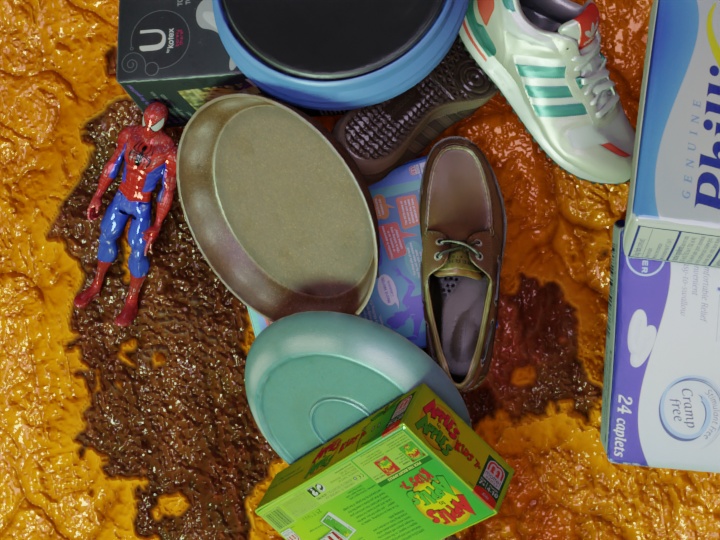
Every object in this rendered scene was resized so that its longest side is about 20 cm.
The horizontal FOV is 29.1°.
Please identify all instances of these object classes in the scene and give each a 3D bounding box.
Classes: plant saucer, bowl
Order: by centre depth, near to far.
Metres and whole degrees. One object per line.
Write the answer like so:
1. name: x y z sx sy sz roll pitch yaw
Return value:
1. bowl: -0.017 -0.220 1.035 0.198 0.039 0.203 -2 75 8
2. plant saucer: -0.059 -0.047 1.075 0.199 0.034 0.202 21 128 30
3. plant saucer: -0.008 0.119 1.110 0.198 0.027 0.202 14 131 17

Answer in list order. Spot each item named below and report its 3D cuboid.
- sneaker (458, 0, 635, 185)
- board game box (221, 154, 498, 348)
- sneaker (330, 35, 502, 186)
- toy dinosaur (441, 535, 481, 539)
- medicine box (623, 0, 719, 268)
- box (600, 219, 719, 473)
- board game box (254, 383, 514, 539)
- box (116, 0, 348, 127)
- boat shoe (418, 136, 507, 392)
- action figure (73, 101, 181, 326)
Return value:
1. sneaker: 0.164 -0.156 1.085 0.200 0.093 0.070 49 53 -3
2. board game box: 0.000 0.000 1.154 0.198 0.045 0.154 -15 91 7
3. sneaker: 0.040 -0.130 1.111 0.199 0.076 0.071 -35 84 -32
4. toy dinosaur: 0.105 0.298 1.138 0.134 0.086 0.202 13 111 17
5. medicine box: 0.298 -0.096 0.994 0.198 0.103 0.184 8 78 8
6. box: 0.294 0.059 1.086 0.198 0.105 0.186 3 93 7
7. board game box: 0.015 0.174 1.091 0.102 0.048 0.200 43 134 -11
8. box: -0.086 -0.194 1.115 0.198 0.106 0.124 -2 75 8
9. boat shoe: 0.082 -0.006 1.086 0.071 0.068 0.203 -4 92 6
10. action figure: -0.189 -0.048 1.141 0.065 0.052 0.202 25 117 11
